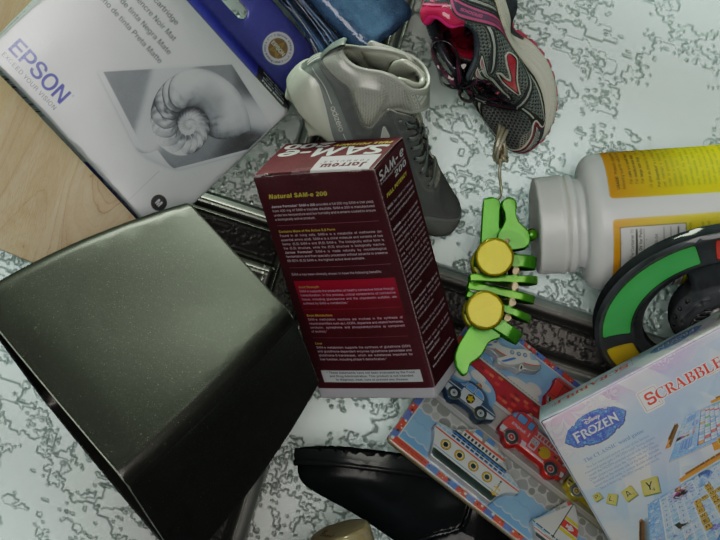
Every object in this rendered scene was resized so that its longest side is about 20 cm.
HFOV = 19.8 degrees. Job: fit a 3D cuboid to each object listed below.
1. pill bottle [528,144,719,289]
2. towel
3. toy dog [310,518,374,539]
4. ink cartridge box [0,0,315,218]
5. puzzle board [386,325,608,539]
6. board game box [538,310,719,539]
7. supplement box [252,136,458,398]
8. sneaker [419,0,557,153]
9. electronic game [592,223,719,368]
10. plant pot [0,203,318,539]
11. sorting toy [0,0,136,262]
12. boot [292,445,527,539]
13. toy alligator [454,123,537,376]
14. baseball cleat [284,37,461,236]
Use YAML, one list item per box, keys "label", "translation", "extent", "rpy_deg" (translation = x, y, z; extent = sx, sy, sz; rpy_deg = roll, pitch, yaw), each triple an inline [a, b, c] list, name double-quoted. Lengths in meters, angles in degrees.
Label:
- label: "pill bottle"
  translation: [0.237, -0.042, 1.640]
  extent: [0.199, 0.109, 0.110]
  rpy_deg: [-4, 89, -2]
- label: "towel"
  translation: [-0.049, -0.255, 1.643]
  extent: [0.200, 0.112, 0.049]
  rpy_deg: [49, 125, 0]
- label: "toy dog"
  translation: [-0.072, 0.264, 1.603]
  extent: [0.200, 0.096, 0.132]
  rpy_deg: [-33, 87, 23]
- label: "ink cartridge box"
  translation: [-0.153, -0.164, 1.587]
  extent: [0.200, 0.041, 0.200]
  rpy_deg: [-46, 106, -8]
- label: "puzzle board"
  translation: [0.138, 0.141, 1.644]
  extent: [0.200, 0.017, 0.151]
  rpy_deg: [38, 57, 0]
- label: "board game box"
  translation: [0.271, 0.148, 1.588]
  extent: [0.199, 0.041, 0.200]
  rpy_deg: [-28, 99, 10]
- label: "supplement box"
  translation: [0.000, 0.000, 1.600]
  extent: [0.108, 0.061, 0.201]
  rpy_deg: [-1, 119, 28]
- label: "sneaker"
  translation: [0.092, -0.162, 1.612]
  extent: [0.080, 0.200, 0.075]
  rpy_deg: [5, 54, 33]
- label: "electronic game"
  translation: [0.281, 0.032, 1.615]
  extent: [0.199, 0.200, 0.042]
  rpy_deg: [-4, 49, -1]
- label: "plant pot"
  translation: [-0.146, 0.073, 1.570]
  extent: [0.177, 0.200, 0.200]
  rpy_deg: [-38, 64, -12]
- label: "sorting toy"
  translation: [-0.252, -0.111, 1.649]
  extent: [0.198, 0.070, 0.201]
  rpy_deg: [22, 89, -1]
- label: "boot"
  translation: [0.035, 0.231, 1.647]
  extent: [0.199, 0.076, 0.169]
  rpy_deg: [9, 85, -7]
- label: "toy alligator"
  translation: [0.116, -0.013, 1.615]
  extent: [0.054, 0.059, 0.201]
  rpy_deg: [11, 85, 0]
- label: "baseball cleat"
  translation: [0.033, -0.103, 1.612]
  extent: [0.106, 0.070, 0.200]
  rpy_deg: [-30, 128, 31]
